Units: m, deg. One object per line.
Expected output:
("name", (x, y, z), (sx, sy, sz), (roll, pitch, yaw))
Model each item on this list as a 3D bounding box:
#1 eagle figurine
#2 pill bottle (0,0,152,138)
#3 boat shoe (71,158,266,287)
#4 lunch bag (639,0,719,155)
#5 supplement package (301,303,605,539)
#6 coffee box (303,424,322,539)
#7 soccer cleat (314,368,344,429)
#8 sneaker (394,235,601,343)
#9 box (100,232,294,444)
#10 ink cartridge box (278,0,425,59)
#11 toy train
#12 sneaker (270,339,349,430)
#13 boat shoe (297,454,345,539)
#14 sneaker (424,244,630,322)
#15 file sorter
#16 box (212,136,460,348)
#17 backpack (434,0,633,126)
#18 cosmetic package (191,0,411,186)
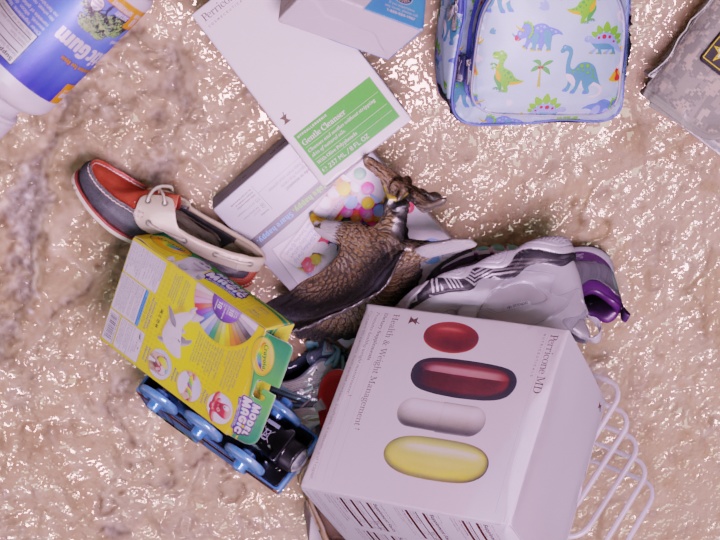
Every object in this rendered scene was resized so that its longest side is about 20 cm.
("eagle figurine", (-0.004, -0.003, 1.590), (0.152, 0.151, 0.200), (26, 94, -29))
("pill bottle", (-0.295, -0.214, 1.534), (0.112, 0.112, 0.200), (42, 100, -17))
("boat shoe", (-0.184, -0.048, 1.610), (0.200, 0.071, 0.063), (37, 125, -7))
("lunch bag", (0.390, -0.180, 1.615), (0.200, 0.118, 0.164), (34, 102, -9))
("supplement package", (0.087, 0.154, 1.499), (0.200, 0.191, 0.147), (6, 152, 27))
("coffee box", (0.047, 0.218, 1.732), (0.200, 0.080, 0.113), (4, 108, -6))
("soccer cleat", (0.023, 0.185, 1.647), (0.069, 0.085, 0.200), (-34, 82, 31))
("sneaker", (0.128, 0.052, 1.587), (0.200, 0.075, 0.115), (-22, 68, -3))
("box", (-0.143, 0.062, 1.538), (0.200, 0.048, 0.117), (35, 116, 29))
("ink cartridge box", (0.000, -0.304, 1.516), (0.116, 0.067, 0.200), (17, 63, -23))
("toy train", (-0.131, 0.139, 1.631), (0.200, 0.114, 0.087), (32, 75, 17))
("sneaker", (-0.021, 0.112, 1.693), (0.200, 0.078, 0.086), (-10, 106, -3))
("boat shoe", (-0.003, 0.275, 1.671), (0.071, 0.065, 0.200), (-31, 109, 7))
("sneaker", (0.165, 0.024, 1.656), (0.200, 0.088, 0.074), (-7, 132, -11))
("file sorter", (0.198, 0.196, 1.650), (0.139, 0.124, 0.200), (-54, 142, -23))
("box", (-0.023, -0.044, 1.658), (0.156, 0.041, 0.200), (-40, 109, 8))
("backpack", (0.166, -0.236, 1.556), (0.183, 0.147, 0.200), (-1, 106, -8))
("cosmetic package", (-0.053, -0.187, 1.556), (0.108, 0.085, 0.200), (-39, 93, 5))
